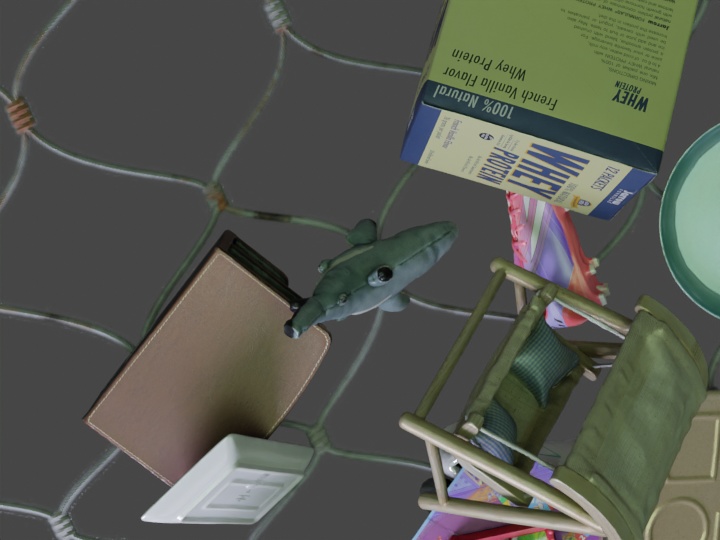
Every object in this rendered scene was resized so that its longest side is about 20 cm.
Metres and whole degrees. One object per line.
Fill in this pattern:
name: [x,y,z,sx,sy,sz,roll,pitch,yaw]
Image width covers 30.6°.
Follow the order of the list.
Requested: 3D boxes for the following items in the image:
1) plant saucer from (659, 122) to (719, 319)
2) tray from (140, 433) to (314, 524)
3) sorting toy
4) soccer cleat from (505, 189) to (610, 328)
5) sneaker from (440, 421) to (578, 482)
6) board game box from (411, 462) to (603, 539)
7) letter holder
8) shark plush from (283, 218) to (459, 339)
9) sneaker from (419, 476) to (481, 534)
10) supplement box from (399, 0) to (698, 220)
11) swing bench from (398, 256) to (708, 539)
plant saucer: [0.371,-0.048,1.206,0.199,0.027,0.201,0,98,0]
tray: [-0.108,0.194,1.168,0.107,0.200,0.022,-45,69,6]
sorting toy: [0.327,0.200,1.227,0.199,0.036,0.186,1,99,-12]
soccer cleat: [0.161,-0.042,1.194,0.076,0.067,0.201,-21,97,18]
sneaker: [0.166,0.191,1.219,0.199,0.080,0.071,7,97,-2]
board game box: [0.126,0.267,1.175,0.158,0.039,0.200,32,100,-11]
letter holder: [-0.130,0.089,1.198,0.142,0.101,0.200,38,97,-7]
shark plush: [0.000,0.000,1.149,0.083,0.200,0.091,-16,89,45]
sneaker: [0.103,0.289,1.240,0.091,0.076,0.201,-30,95,11]
supplement box: [0.158,-0.177,1.102,0.199,0.134,0.201,16,75,-1]
swing bench: [0.169,0.118,1.105,0.199,0.199,0.130,15,142,25]
